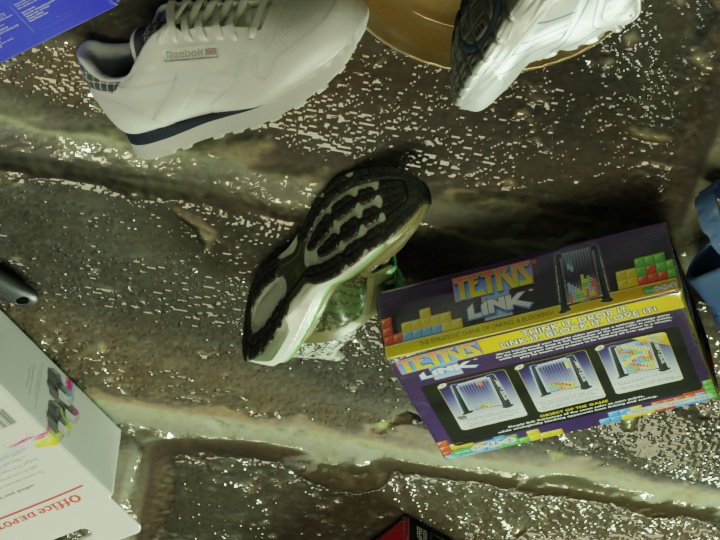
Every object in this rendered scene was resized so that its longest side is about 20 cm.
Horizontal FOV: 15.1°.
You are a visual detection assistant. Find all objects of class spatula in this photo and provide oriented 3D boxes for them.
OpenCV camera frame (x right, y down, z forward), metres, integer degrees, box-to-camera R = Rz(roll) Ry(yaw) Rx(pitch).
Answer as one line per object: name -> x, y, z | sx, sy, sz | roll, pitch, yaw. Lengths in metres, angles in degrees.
spatula -> -0.293, -0.026, 1.823 | 0.056, 0.021, 0.200 | -32, 126, 29

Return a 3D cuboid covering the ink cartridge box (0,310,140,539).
ink cartridge box -> -0.253, 0.123, 1.940 | 0.115, 0.068, 0.200 | -22, 130, 23

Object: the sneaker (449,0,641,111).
sneaker -> 0.120, -0.158, 1.595 | 0.087, 0.075, 0.200 | 20, 134, -24

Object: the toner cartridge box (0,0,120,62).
toner cartridge box -> -0.252, -0.168, 1.661 | 0.200, 0.043, 0.095 | -22, 129, 23

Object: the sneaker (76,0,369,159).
sneaker -> -0.085, -0.133, 1.659 | 0.200, 0.076, 0.081 | -21, 118, 31

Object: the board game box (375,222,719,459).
board game box -> 0.128, 0.050, 1.817 | 0.200, 0.057, 0.165 | -13, 148, 9

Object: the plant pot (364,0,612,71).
plant pot -> 0.078, -0.201, 1.621 | 0.200, 0.028, 0.200 | 1, 135, 1

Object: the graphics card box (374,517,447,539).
graphics card box -> 0.071, 0.277, 2.093 | 0.200, 0.051, 0.125 | 31, 129, -26

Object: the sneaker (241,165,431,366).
sneaker -> 0.000, 0.000, 1.811 | 0.088, 0.077, 0.200 | 15, 141, -30

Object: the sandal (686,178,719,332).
sandal -> 0.256, 0.005, 1.793 | 0.087, 0.080, 0.200 | 6, 128, 2
